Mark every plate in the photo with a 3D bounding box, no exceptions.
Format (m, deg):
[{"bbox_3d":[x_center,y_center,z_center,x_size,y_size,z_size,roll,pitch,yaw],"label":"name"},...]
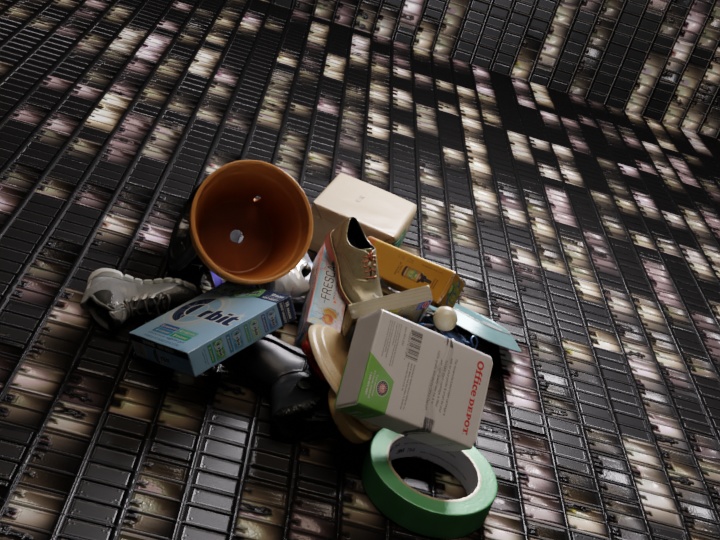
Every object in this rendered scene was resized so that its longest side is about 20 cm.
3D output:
[{"bbox_3d":[0.213,0.096,1.912,0.199,0.026,0.200,25,5,-2],"label":"plate"}]

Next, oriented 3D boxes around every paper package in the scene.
[{"bbox_3d":[-0.001,-0.097,2.123,0.189,0.104,0.200,22,27,7],"label":"paper package"}]

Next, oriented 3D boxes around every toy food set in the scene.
[{"bbox_3d":[-0.024,0.171,1.593,0.201,0.049,0.198,57,12,10],"label":"toy food set"}]

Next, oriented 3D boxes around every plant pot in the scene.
[{"bbox_3d":[-0.191,-0.067,1.705,0.198,0.202,0.140,10,-12,-16],"label":"plant pot"}]

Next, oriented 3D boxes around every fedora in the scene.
[{"bbox_3d":[-0.270,-0.070,1.860,0.091,0.201,0.201,27,23,-24],"label":"fedora"}]

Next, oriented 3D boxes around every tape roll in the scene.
[{"bbox_3d":[0.102,0.306,1.526,0.199,0.048,0.201,14,29,-8],"label":"tape roll"}]

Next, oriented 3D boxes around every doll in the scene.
[{"bbox_3d":[0.090,0.140,1.647,0.048,0.201,0.137,18,23,-35],"label":"doll"}]

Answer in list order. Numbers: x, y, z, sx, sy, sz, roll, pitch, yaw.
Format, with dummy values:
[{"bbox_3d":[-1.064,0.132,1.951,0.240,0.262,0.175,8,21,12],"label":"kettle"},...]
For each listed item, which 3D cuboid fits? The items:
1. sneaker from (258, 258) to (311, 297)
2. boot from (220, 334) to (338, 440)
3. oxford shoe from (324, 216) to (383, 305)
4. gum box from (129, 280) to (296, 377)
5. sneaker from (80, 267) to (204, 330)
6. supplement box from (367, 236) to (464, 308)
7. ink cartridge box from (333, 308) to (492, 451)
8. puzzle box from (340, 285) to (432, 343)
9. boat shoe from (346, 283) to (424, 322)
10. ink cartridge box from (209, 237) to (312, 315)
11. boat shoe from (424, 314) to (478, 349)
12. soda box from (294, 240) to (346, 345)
[{"bbox_3d":[-0.140,-0.016,1.850,0.099,0.078,0.201,11,40,-27],"label":"sneaker"},{"bbox_3d":[-0.130,0.176,1.583,0.199,0.077,0.168,18,23,-14],"label":"boot"},{"bbox_3d":[0.000,0.000,1.775,0.070,0.075,0.201,-7,62,-41],"label":"oxford shoe"},{"bbox_3d":[-0.229,0.086,1.599,0.199,0.045,0.169,-31,27,-35],"label":"gum box"},{"bbox_3d":[-0.356,0.063,1.667,0.198,0.076,0.116,8,33,2],"label":"sneaker"},{"bbox_3d":[0.087,0.008,1.878,0.199,0.067,0.069,24,-11,34],"label":"supplement box"},{"bbox_3d":[0.079,0.164,1.508,0.199,0.084,0.147,24,68,-21],"label":"ink cartridge box"},{"bbox_3d":[0.038,0.078,1.655,0.132,0.200,0.026,-14,74,-9],"label":"puzzle box"},{"bbox_3d":[0.030,0.050,1.913,0.199,0.072,0.065,22,29,9],"label":"boat shoe"},{"bbox_3d":[-0.173,0.009,1.893,0.198,0.044,0.199,4,33,-25],"label":"ink cartridge box"},{"bbox_3d":[0.173,0.132,1.838,0.068,0.085,0.200,-3,36,-17],"label":"boat shoe"},{"bbox_3d":[-0.060,0.044,1.806,0.063,0.069,0.201,21,45,-10],"label":"soda box"}]
